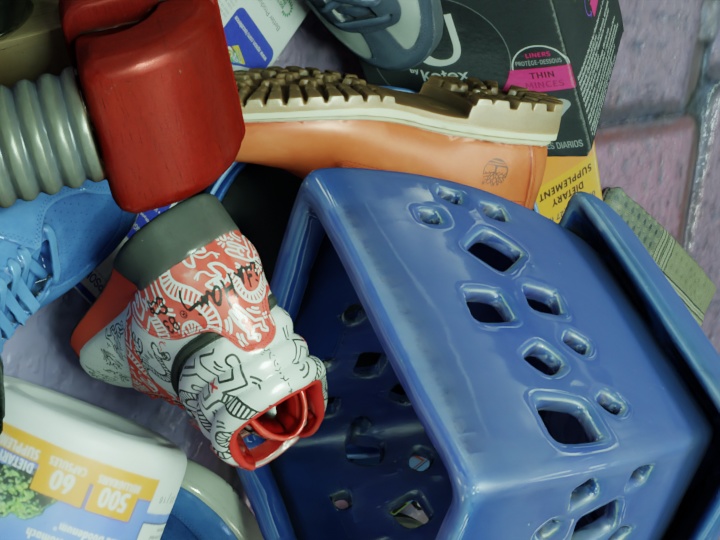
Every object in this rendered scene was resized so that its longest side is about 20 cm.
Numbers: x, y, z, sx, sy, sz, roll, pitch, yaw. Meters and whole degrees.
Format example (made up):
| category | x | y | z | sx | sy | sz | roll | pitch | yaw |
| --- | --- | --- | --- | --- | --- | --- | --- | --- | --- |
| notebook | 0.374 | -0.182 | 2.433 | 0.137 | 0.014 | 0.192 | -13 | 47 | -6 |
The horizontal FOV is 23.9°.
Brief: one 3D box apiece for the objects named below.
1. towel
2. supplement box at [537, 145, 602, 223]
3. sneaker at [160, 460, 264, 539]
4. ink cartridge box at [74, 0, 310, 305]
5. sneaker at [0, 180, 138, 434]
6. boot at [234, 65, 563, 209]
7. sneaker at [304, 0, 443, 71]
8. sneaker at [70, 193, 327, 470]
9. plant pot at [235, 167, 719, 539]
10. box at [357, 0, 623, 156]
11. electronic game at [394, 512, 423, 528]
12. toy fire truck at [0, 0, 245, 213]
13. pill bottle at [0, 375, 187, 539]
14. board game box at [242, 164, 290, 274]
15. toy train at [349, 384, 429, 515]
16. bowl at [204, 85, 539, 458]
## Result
| category | x | y | z | sx | sy | sz | roll | pitch | yaw |
| --- | --- | --- | --- | --- | --- | --- | --- | --- | --- |
| towel | 0.189 | 0.057 | 1.277 | 0.200 | 0.034 | 0.193 | 36 | 74 | -50 |
| supplement box | 0.122 | -0.004 | 1.111 | 0.066 | 0.069 | 0.201 | -31 | 126 | -28 |
| sneaker | -0.102 | 0.202 | 0.909 | 0.111 | 0.076 | 0.201 | -51 | 148 | -44 |
| ink cartridge box | -0.104 | -0.087 | 0.830 | 0.200 | 0.037 | 0.095 | -59 | 141 | -18 |
| sneaker | -0.159 | 0.025 | 0.713 | 0.199 | 0.111 | 0.077 | -28 | 133 | -26 |
| boot | 0.001 | -0.045 | 0.844 | 0.199 | 0.075 | 0.108 | 5 | 108 | -20 |
| sneaker | -0.026 | -0.155 | 0.807 | 0.200 | 0.070 | 0.082 | 52 | 38 | -36 |
| sneaker | -0.076 | 0.049 | 0.792 | 0.067 | 0.108 | 0.201 | -29 | 171 | -24 |
| plant pot | 0.065 | 0.082 | 0.804 | 0.179 | 0.200 | 0.201 | -5 | 135 | -25 |
| box | 0.058 | -0.167 | 0.906 | 0.200 | 0.122 | 0.106 | 67 | 33 | -42 |
| electronic game | -0.007 | 0.252 | 1.100 | 0.200 | 0.041 | 0.201 | -26 | 125 | -44 |
| toy fire truck | -0.131 | -0.059 | 0.636 | 0.175 | 0.200 | 0.129 | -14 | 124 | -6 |
| pill bottle | -0.166 | 0.159 | 0.797 | 0.112 | 0.112 | 0.201 | 24 | 86 | -53 |
| board game box | -0.005 | -0.006 | 0.998 | 0.200 | 0.032 | 0.121 | -2 | 103 | -51 |
| toy train | 0.051 | 0.099 | 1.055 | 0.114 | 0.087 | 0.200 | -38 | 151 | 11 |
| bowl | 0.000 | 0.000 | 0.912 | 0.200 | 0.039 | 0.202 | -5 | 105 | -18 |
